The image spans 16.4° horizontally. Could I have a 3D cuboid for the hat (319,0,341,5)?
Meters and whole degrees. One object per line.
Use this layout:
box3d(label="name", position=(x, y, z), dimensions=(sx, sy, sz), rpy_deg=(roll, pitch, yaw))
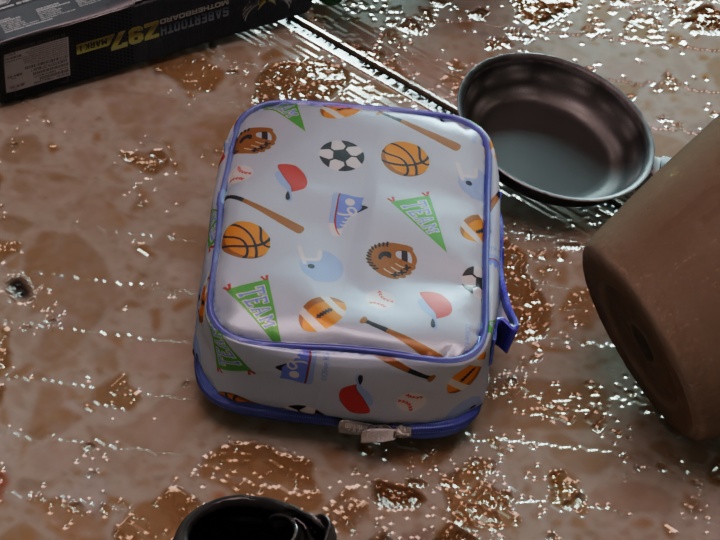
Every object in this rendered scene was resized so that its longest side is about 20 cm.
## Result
box3d(label="hat", position=(0.057, -0.237, 1.457), dimensions=(0.176, 0.166, 0.200), rpy_deg=(-6, 56, -18))

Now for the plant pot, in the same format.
box3d(label="plant pot", position=(0.210, -0.007, 1.238), dimensions=(0.174, 0.200, 0.200), rpy_deg=(-29, 53, -8))

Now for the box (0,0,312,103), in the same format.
box3d(label="box", position=(-0.149, -0.187, 1.460), dimensions=(0.200, 0.051, 0.158), rpy_deg=(-19, 51, -20))

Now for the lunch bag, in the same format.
box3d(label="lunch bag", position=(0.000, 0.000, 1.278), dimensions=(0.160, 0.076, 0.200), rpy_deg=(6, 45, -2))

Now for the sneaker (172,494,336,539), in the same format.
box3d(label="sneaker", position=(-0.004, 0.163, 1.103), dimensions=(0.200, 0.099, 0.071), rpy_deg=(16, 45, 9))

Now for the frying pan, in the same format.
box3d(label="frying pan", position=(0.141, -0.073, 1.388), dimensions=(0.190, 0.031, 0.115), rpy_deg=(4, 47, -19))
